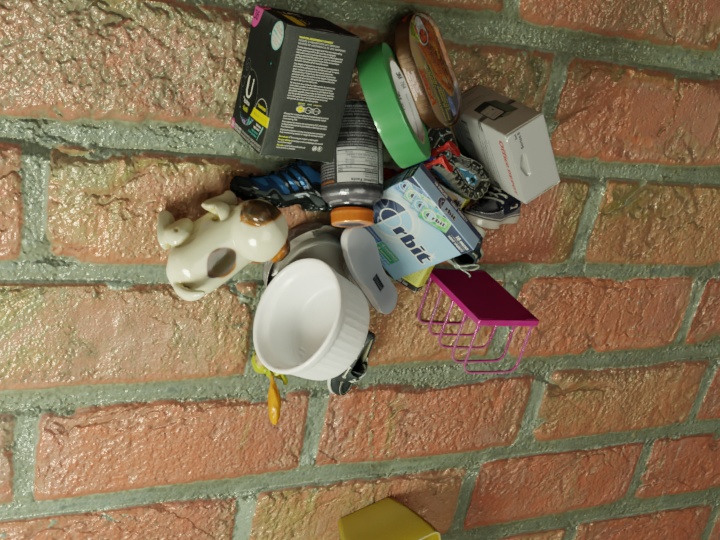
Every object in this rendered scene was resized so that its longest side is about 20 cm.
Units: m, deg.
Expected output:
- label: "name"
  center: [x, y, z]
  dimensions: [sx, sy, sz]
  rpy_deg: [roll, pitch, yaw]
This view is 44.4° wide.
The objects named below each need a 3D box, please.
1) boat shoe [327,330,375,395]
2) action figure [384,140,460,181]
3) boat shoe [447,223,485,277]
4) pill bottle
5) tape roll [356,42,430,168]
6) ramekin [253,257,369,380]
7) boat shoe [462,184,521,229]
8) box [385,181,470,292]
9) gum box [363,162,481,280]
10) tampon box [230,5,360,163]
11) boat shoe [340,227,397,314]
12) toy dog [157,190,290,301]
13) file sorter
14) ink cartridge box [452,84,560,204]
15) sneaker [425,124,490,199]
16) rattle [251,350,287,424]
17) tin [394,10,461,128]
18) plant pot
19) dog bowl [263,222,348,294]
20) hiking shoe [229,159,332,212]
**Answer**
- label: "boat shoe"
  center: [-0.016, 0.180, 1.686]
  dimensions: [0.076, 0.060, 0.201]
  rpy_deg: [-44, 155, -37]
- label: "action figure"
  center: [0.097, -0.149, 1.543]
  dimensions: [0.099, 0.199, 0.065]
  rpy_deg: [51, 48, -26]
- label: "boat shoe"
  center: [0.196, -0.033, 1.656]
  dimensions: [0.075, 0.200, 0.062]
  rpy_deg: [27, 79, 4]
- label: "pill bottle"
  center: [-0.015, -0.174, 1.462]
  dimensions: [0.106, 0.106, 0.201]
  rpy_deg: [2, 85, -28]
- label: "tape roll"
  center: [0.056, -0.269, 1.440]
  dimensions: [0.048, 0.201, 0.201]
  rpy_deg: [-19, 127, 15]
- label: "ramekin"
  center: [-0.079, 0.089, 1.491]
  dimensions: [0.098, 0.200, 0.201]
  rpy_deg: [29, 100, -43]
- label: "boat shoe"
  center: [0.253, -0.135, 1.657]
  dimensions: [0.200, 0.074, 0.093]
  rpy_deg: [-17, 124, -61]
- label: "box"
  center: [0.125, -0.063, 1.654]
  dimensions: [0.201, 0.075, 0.050]
  rpy_deg: [-63, 165, 13]
- label: "gum box"
  center: [0.083, -0.080, 1.537]
  dimensions: [0.170, 0.200, 0.045]
  rpy_deg: [49, 48, -18]
- label: "tampon box"
  center: [-0.105, -0.291, 1.375]
  dimensions: [0.126, 0.150, 0.201]
  rpy_deg: [3, 113, -29]
- label: "boat shoe"
  center: [0.000, 0.000, 1.560]
  dimensions: [0.074, 0.065, 0.201]
  rpy_deg: [-47, 132, -29]
- label: "toy dog"
  center: [-0.213, -0.050, 1.406]
  dimensions: [0.199, 0.194, 0.140]
  rpy_deg: [-22, 117, 11]
- label: "file sorter"
  center: [0.219, 0.099, 1.717]
  dimensions: [0.138, 0.200, 0.126]
  rpy_deg: [3, 117, -28]
- label: "ink cartridge box"
  center: [0.252, -0.225, 1.561]
  dimensions: [0.084, 0.200, 0.146]
  rpy_deg: [-32, 126, -10]
- label: "sneaker"
  center: [0.140, -0.203, 1.592]
  dimensions: [0.078, 0.090, 0.200]
  rpy_deg: [-46, 106, -11]
- label: "rattle"
  center: [-0.090, 0.182, 1.628]
  dimensions: [0.199, 0.143, 0.130]
  rpy_deg: [-4, 137, -35]
- label: "tin"
  center: [0.114, -0.335, 1.490]
  dimensions: [0.112, 0.042, 0.201]
  rpy_deg: [-52, 125, -49]
- label: "plant pot"
  center: [0.053, 0.616, 1.911]
  dimensions: [0.199, 0.176, 0.201]
  rpy_deg: [-19, 122, -16]
- label: "dog bowl"
  center: [-0.085, 0.004, 1.596]
  dimensions: [0.199, 0.059, 0.201]
  rpy_deg: [-12, 119, -22]
- label: "hiking shoe"
  center: [-0.127, -0.150, 1.500]
  dimensions: [0.199, 0.074, 0.087]
  rpy_deg: [6, 86, -26]
